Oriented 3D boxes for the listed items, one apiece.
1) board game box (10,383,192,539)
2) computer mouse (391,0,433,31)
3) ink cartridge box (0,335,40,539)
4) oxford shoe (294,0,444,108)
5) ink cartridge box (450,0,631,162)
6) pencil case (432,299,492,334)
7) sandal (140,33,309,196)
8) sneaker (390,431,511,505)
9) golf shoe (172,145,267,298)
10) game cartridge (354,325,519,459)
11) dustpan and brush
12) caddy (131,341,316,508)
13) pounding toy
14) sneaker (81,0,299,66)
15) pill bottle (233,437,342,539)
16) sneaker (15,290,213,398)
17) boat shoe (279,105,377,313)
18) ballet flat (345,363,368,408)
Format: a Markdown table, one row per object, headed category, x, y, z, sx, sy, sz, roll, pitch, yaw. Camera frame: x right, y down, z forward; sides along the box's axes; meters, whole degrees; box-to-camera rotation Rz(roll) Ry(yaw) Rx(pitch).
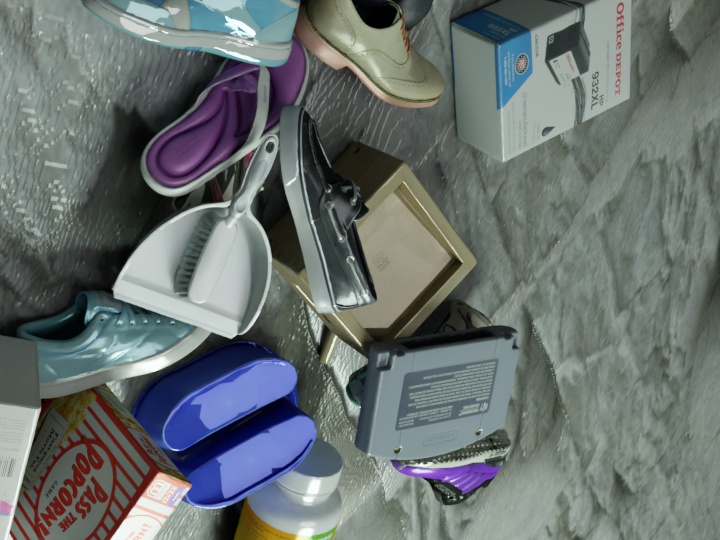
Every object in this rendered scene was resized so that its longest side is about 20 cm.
| category | x | y | z | sx | sy | sz | roll | pitch | yaw |
| --- | --- | --- | --- | --- | --- | --- | --- | --- | --- |
| board game box | -0.259 | 0.198 | 1.067 | 0.152 | 0.200 | 0.046 | -55 | 136 | 0 |
| computer mouse | 0.085 | -0.325 | 1.161 | 0.058 | 0.034 | 0.201 | 30 | 94 | -45 |
| ink cartridge box | -0.361 | 0.165 | 0.992 | 0.128 | 0.125 | 0.201 | 12 | 109 | -22 |
| oxford shoe | 0.026 | -0.219 | 1.131 | 0.074 | 0.071 | 0.199 | -37 | 145 | 29 |
| ink cartridge box | 0.204 | -0.231 | 1.281 | 0.199 | 0.084 | 0.146 | -28 | 130 | -25 |
| pencil case | 0.085 | 0.130 | 1.399 | 0.078 | 0.089 | 0.200 | 40 | 91 | -10 |
| sandal | -0.115 | -0.145 | 1.047 | 0.203 | 0.082 | 0.050 | -51 | 179 | -18 |
| sneaker | 0.114 | 0.267 | 1.517 | 0.199 | 0.070 | 0.100 | 2 | 116 | -40 |
| golf shoe | -0.142 | -0.046 | 1.121 | 0.087 | 0.077 | 0.201 | -7 | 113 | -22 |
| game cartridge | 0.082 | 0.133 | 1.235 | 0.199 | 0.041 | 0.134 | -5 | 116 | -37 |
| dustpan and brush | -0.126 | -0.037 | 1.054 | 0.139 | 0.057 | 0.201 | 21 | 98 | -25 |
| caddy | -0.145 | 0.160 | 1.213 | 0.199 | 0.105 | 0.142 | -26 | 105 | -26 |
| pounding toy | 0.000 | 0.000 | 1.233 | 0.184 | 0.142 | 0.200 | -46 | 125 | -9 |
| sneaker | -0.131 | -0.255 | 0.973 | 0.199 | 0.080 | 0.131 | 3 | 121 | -39 |
| pill bottle | -0.084 | 0.293 | 1.327 | 0.110 | 0.111 | 0.201 | -3 | 121 | -39 |
| sneaker | -0.228 | 0.052 | 1.088 | 0.199 | 0.074 | 0.082 | -23 | 131 | -23 |
| boat shoe | -0.026 | -0.057 | 1.066 | 0.067 | 0.072 | 0.201 | -9 | 105 | 12 |
| ballet flat | 0.070 | 0.148 | 1.289 | 0.199 | 0.074 | 0.075 | 27 | 97 | -44 |
